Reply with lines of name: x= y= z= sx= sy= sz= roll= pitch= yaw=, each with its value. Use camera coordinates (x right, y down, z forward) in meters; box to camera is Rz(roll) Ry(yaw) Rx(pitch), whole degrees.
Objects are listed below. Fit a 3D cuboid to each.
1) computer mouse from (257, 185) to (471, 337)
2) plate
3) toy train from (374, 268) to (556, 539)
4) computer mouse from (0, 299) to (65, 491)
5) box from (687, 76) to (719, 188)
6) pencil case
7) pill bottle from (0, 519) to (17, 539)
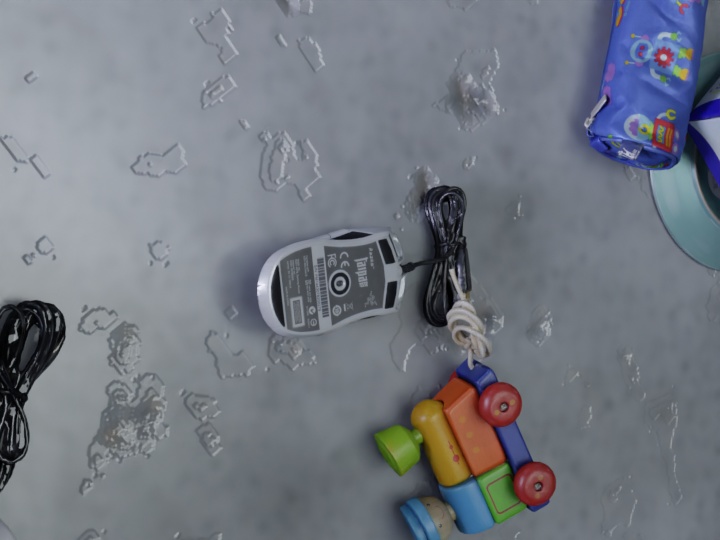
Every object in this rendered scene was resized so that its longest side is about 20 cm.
computer mouse: x=0.000 y=0.000 z=0.997 sx=0.199 sy=0.044 sz=0.111 roll=-10 pitch=100 yaw=-34
plate: x=0.344 y=-0.099 z=1.194 sx=0.199 sy=0.026 sz=0.202 roll=-1 pitch=92 yaw=-30
toy train: x=0.060 y=0.113 z=1.015 sx=0.115 sy=0.085 sz=0.201 roll=-28 pitch=104 yaw=-12
computer mouse: x=-0.296 y=0.057 z=0.832 sx=0.199 sy=0.053 sz=0.139 roll=26 pitch=79 yaw=-38
box: x=0.406 y=-0.122 z=1.150 sx=0.200 sy=0.105 sz=0.184 roll=-47 pitch=113 yaw=-28
pencil case: x=0.241 y=-0.184 z=1.106 sx=0.086 sy=0.078 sz=0.201 roll=12 pitch=85 yaw=-11
pill bottle: x=-0.290 y=0.242 z=0.798 sx=0.199 sy=0.112 sz=0.113 roll=-25 pitch=102 yaw=-27
